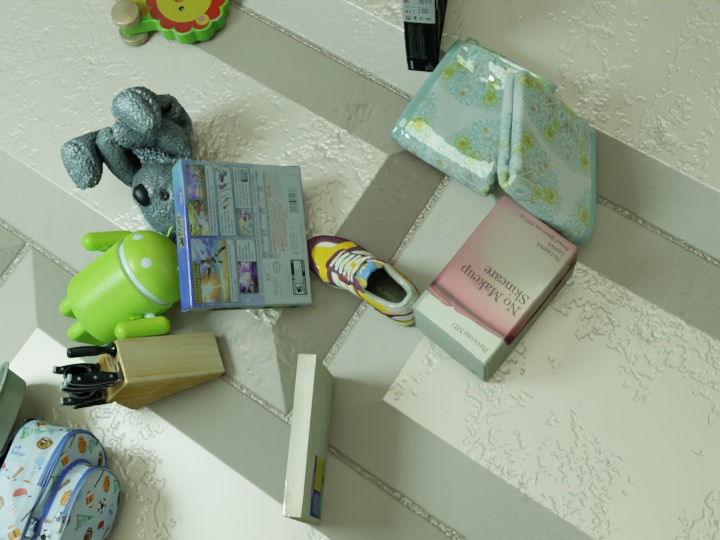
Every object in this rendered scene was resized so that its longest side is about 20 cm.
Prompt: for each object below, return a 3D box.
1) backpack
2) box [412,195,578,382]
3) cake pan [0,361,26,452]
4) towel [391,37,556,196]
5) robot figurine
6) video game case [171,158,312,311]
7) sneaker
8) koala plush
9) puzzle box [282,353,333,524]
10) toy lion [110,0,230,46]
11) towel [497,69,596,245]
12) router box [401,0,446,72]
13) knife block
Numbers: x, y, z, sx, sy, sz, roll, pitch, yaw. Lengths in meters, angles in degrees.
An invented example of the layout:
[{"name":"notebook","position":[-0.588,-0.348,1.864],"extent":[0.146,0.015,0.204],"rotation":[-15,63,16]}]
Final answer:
[{"name":"backpack","position":[-0.400,0.295,1.174],"extent":[0.152,0.200,0.192],"rotation":[6,65,4]},{"name":"box","position":[0.179,0.026,1.216],"extent":[0.128,0.109,0.200],"rotation":[37,80,17]},{"name":"cake pan","position":[-0.504,0.222,1.221],"extent":[0.037,0.200,0.202],"rotation":[27,74,-22]},{"name":"towel","position":[0.166,-0.230,1.330],"extent":[0.170,0.048,0.201],"rotation":[32,79,18]},{"name":"robot figurine","position":[-0.325,0.024,1.272],"extent":[0.199,0.116,0.176],"rotation":[-35,62,14]},{"name":"video game case","position":[-0.163,-0.047,1.255],"extent":[0.180,0.045,0.202],"rotation":[0,79,-32]},{"name":"sneaker","position":[0.000,0.000,1.260],"extent":[0.199,0.090,0.075],"rotation":[29,77,17]},{"name":"koala plush","position":[-0.289,-0.136,1.322],"extent":[0.177,0.183,0.201],"rotation":[-35,82,24]},{"name":"puzzle box","position":[-0.065,0.220,1.173],"extent":[0.025,0.133,0.202],"rotation":[2,71,9]},{"name":"toy lion","position":[-0.310,-0.456,1.482],"extent":[0.190,0.069,0.202],"rotation":[-12,70,-3]},{"name":"towel","position":[0.253,-0.154,1.233],"extent":[0.048,0.170,0.202],"rotation":[-25,47,44]},{"name":"router box","position":[0.097,-0.406,1.326],"extent":[0.050,0.200,0.151],"rotation":[7,71,8]},{"name":"knife block","position":[-0.300,0.127,1.215],"extent":[0.198,0.176,0.065],"rotation":[-20,71,1]}]
